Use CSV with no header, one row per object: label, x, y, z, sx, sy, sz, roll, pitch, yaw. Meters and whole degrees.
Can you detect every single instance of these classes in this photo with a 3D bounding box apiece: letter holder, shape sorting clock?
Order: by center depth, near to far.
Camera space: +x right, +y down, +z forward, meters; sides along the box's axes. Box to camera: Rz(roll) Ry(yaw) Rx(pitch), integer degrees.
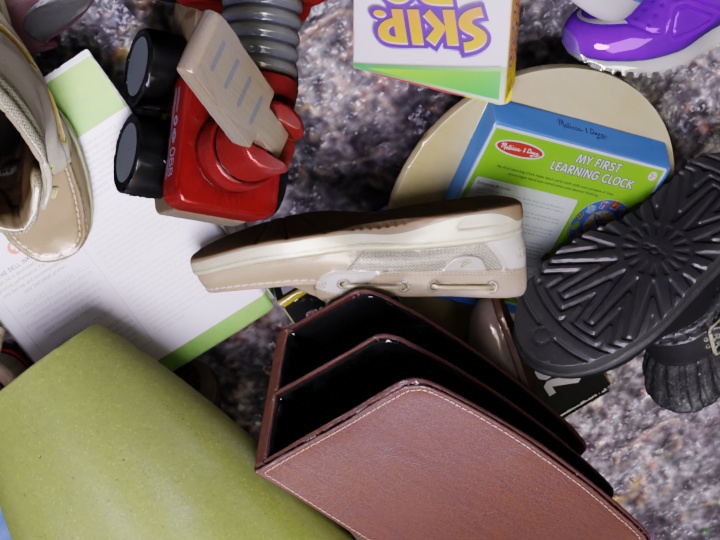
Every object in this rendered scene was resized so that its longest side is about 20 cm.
letter holder,0.062,0.097,1.146,0.199,0.101,0.142,35,134,-28
shape sorting clock,0.106,-0.038,1.237,0.198,0.039,0.202,-12,128,-15

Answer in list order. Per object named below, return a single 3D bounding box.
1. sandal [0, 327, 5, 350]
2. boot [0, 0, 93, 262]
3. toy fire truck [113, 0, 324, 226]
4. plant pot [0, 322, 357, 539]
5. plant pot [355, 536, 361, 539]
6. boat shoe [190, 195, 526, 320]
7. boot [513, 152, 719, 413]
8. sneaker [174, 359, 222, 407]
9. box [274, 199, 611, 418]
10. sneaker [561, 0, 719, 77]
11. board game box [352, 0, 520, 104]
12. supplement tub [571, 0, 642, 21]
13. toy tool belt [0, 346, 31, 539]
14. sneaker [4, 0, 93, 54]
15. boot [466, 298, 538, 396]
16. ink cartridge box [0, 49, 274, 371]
sandal,-0.314,-0.002,1.206,0.209,0.078,0.070,14,81,-1
boot,-0.190,-0.057,1.064,0.071,0.155,0.201,-20,126,-3
toy fire truck,-0.067,-0.124,1.070,0.127,0.200,0.178,10,82,-25
plant pot,-0.131,0.138,1.163,0.186,0.187,0.201,-36,89,11
plant pot,-0.056,0.220,1.331,0.198,0.201,0.136,-22,112,1
boat shoe,0.000,0.000,1.165,0.198,0.072,0.066,-7,103,-2
boot,0.182,0.037,1.254,0.210,0.079,0.159,-33,146,-23
sneaker,-0.140,0.139,1.339,0.075,0.071,0.200,16,123,-40
box,0.056,0.040,1.322,0.159,0.049,0.201,-31,123,5
sneaker,0.211,-0.189,1.205,0.198,0.070,0.100,-18,123,-12
board game box,0.043,-0.170,1.096,0.095,0.030,0.201,15,141,13
supplement tub,0.166,-0.253,1.114,0.132,0.132,0.200,35,109,-29
toy tool belt,-0.215,0.159,1.248,0.124,0.123,0.202,-18,102,23
sneaker,-0.200,-0.203,1.105,0.114,0.076,0.201,-8,133,-14
boot,0.046,0.100,1.271,0.145,0.071,0.201,-14,135,9
ink cartridge box,-0.166,-0.030,1.213,0.147,0.076,0.201,-31,114,8
